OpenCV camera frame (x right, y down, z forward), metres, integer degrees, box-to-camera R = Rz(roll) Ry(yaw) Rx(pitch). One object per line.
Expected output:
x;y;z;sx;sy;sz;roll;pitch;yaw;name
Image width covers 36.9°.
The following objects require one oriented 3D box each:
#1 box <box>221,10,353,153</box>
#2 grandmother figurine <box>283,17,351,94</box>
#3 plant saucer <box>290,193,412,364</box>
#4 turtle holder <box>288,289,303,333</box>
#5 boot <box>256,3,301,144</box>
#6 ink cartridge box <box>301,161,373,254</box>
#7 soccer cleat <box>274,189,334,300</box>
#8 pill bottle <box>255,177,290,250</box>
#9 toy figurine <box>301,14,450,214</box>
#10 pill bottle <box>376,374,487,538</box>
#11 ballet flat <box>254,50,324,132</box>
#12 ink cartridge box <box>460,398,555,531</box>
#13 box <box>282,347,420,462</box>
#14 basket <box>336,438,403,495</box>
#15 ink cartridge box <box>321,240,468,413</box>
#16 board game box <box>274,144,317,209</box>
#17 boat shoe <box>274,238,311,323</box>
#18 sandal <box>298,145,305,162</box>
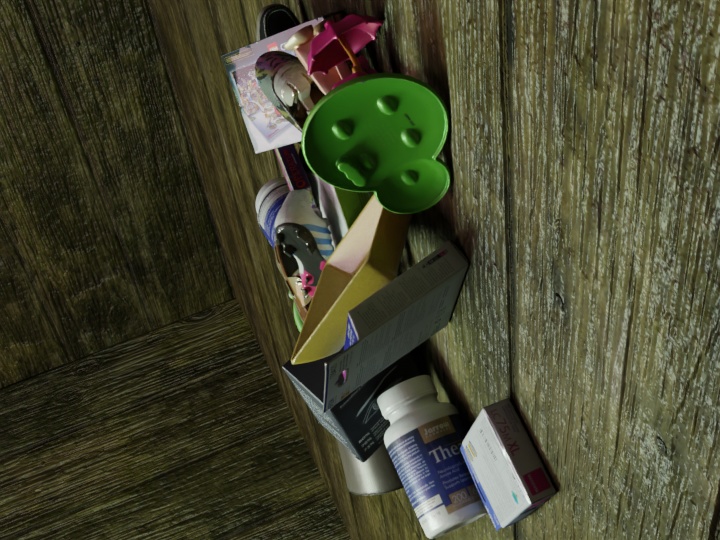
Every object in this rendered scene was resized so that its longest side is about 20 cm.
-0.081;-0.235;1.370;0.200;0.038;0.137;-8;105;45;box
-0.009;-0.190;1.240;0.200;0.121;0.061;55;141;-1;grandmother figurine
0.000;0.000;1.285;0.200;0.048;0.200;-54;12;38;plant saucer
-0.039;0.056;1.690;0.186;0.141;0.132;46;173;29;turtle holder
-0.070;-0.259;1.458;0.154;0.073;0.204;33;142;64;boot
0.001;-0.062;1.460;0.148;0.076;0.201;-150;38;-72;ink cartridge box
-0.056;-0.030;1.457;0.200;0.070;0.087;63;-148;-51;soccer cleat
-0.109;-0.083;1.827;0.200;0.115;0.116;-129;21;-60;pill bottle
0.012;-0.185;1.148;0.200;0.150;0.184;46;-158;-44;toy figurine
0.099;0.248;1.458;0.111;0.111;0.201;99;147;-69;pill bottle
-0.055;-0.189;1.284;0.200;0.069;0.071;54;177;5;ballet flat
0.170;0.236;1.288;0.200;0.042;0.120;103;144;-66;ink cartridge box
-0.002;0.158;1.542;0.104;0.148;0.200;38;164;32;box
0.015;0.259;1.837;0.180;0.136;0.201;-178;71;-76;basket
0.027;0.069;1.250;0.043;0.200;0.196;52;163;17;ink cartridge box
-0.103;-0.162;1.527;0.120;0.032;0.200;69;179;-62;board game box
-0.077;0.019;1.598;0.200;0.076;0.074;55;174;29;boat shoe
-0.038;-0.107;1.566;0.202;0.080;0.057;67;155;13;sandal
